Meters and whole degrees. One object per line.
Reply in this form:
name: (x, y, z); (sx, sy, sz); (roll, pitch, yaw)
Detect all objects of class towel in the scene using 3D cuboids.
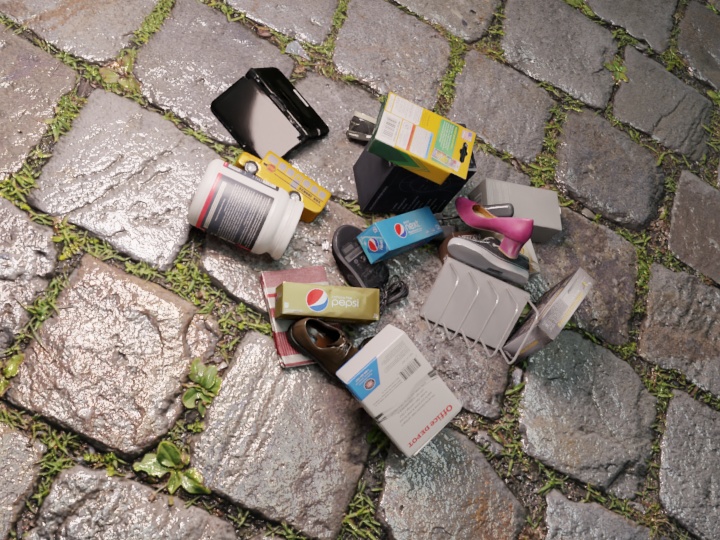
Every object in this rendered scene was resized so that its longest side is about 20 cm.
towel: (-0.114, 0.090, 1.612); (0.143, 0.023, 0.201); (-6, 71, -27)

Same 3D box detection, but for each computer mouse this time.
computer mouse: (0.000, 0.000, 1.688); (0.138, 0.053, 0.201); (-32, 92, -30)

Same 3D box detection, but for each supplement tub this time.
supplement tub: (-0.226, -0.118, 1.591); (0.199, 0.140, 0.141); (25, 59, -10)

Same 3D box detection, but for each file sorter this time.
file sorter: (0.247, 0.089, 1.668); (0.199, 0.139, 0.125); (23, 15, -12)

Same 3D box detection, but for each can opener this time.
can opener: (0.239, -0.107, 1.786); (0.199, 0.053, 0.067); (-4, 92, 16)

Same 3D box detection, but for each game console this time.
game console: (-0.196, -0.335, 1.779); (0.200, 0.116, 0.176); (50, 28, 4)

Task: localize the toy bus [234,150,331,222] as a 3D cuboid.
toy bus: (-0.165, -0.180, 1.683); (0.199, 0.065, 0.079); (35, 65, -8)

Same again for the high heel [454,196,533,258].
high heel: (0.277, -0.118, 1.681); (0.067, 0.096, 0.200); (-5, 41, -36)

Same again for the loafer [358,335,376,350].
loafer: (0.084, 0.203, 1.611); (0.200, 0.071, 0.073); (38, 58, -2)

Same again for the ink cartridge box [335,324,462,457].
ink cartridge box: (0.073, 0.228, 1.530); (0.146, 0.084, 0.200); (-41, 108, -10)

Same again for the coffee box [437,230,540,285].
coffee box: (0.285, -0.025, 1.798); (0.199, 0.080, 0.115); (-4, 69, -24)

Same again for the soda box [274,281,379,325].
soda box: (-0.064, 0.066, 1.579); (0.199, 0.068, 0.064); (4, 77, -19)

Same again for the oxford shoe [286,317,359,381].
oxford shoe: (-0.043, 0.158, 1.554); (0.199, 0.084, 0.073); (32, 59, -15)

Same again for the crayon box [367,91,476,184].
crayon box: (0.124, -0.258, 1.620); (0.199, 0.052, 0.126); (23, 59, -10)

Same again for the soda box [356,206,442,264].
soda box: (0.086, -0.077, 1.711); (0.200, 0.064, 0.068); (-20, 78, -50)

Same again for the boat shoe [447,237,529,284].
boat shoe: (0.274, -0.037, 1.709); (0.199, 0.072, 0.068); (21, 64, -16)

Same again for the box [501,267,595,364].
box: (0.404, 0.098, 1.744); (0.048, 0.158, 0.200); (43, 57, 1)

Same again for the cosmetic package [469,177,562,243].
cosmetic package: (0.361, -0.138, 1.882); (0.199, 0.090, 0.108); (11, 63, -21)

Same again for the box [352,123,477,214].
box: (0.113, -0.220, 1.747); (0.195, 0.200, 0.125); (-1, 65, -23)

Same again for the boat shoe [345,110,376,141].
boat shoe: (0.061, -0.296, 1.852); (0.199, 0.072, 0.068); (22, 96, -20)
